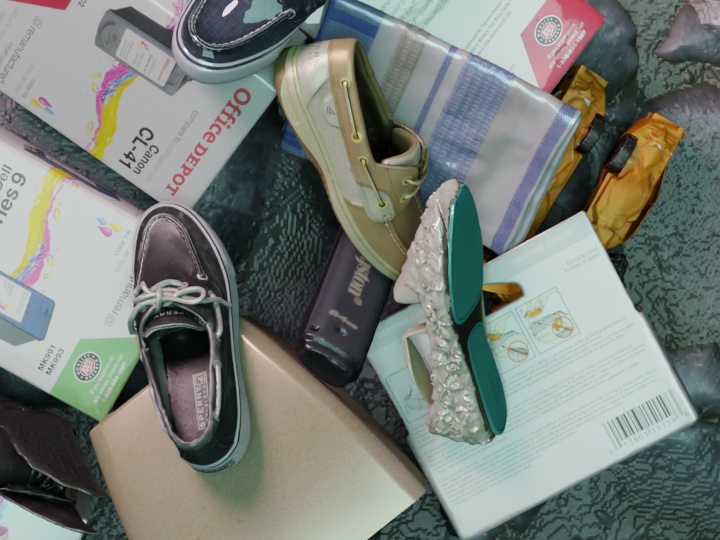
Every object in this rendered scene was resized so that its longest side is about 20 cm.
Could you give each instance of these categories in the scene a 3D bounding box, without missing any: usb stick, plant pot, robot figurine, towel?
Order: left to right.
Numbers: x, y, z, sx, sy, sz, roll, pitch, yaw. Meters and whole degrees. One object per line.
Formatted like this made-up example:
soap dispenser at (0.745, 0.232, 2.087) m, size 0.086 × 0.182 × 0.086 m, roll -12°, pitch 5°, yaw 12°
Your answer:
plant pot at (-0.083, 0.141, 1.393) m, size 0.199 × 0.200 × 0.178 m, roll -37°, pitch 89°, yaw 0°
usb stick at (0.000, 0.000, 1.389) m, size 0.055 × 0.201 × 0.033 m, roll 38°, pitch 133°, yaw -17°
towel at (0.047, -0.100, 1.369) m, size 0.199 × 0.024 × 0.147 m, roll 27°, pitch 132°, yaw 2°
robot figurine at (0.152, -0.044, 1.452) m, size 0.144 × 0.058 × 0.201 m, roll 31°, pitch 93°, yaw -8°

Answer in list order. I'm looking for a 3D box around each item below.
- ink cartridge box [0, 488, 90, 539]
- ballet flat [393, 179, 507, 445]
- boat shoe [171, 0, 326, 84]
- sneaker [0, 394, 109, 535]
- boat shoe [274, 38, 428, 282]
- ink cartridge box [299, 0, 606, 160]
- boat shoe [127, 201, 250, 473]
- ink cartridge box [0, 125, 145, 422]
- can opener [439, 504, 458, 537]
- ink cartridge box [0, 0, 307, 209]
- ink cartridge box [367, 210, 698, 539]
ink cartridge box at (-0.262, 0.180, 1.410) m, size 0.198 × 0.115 × 0.068 m, roll 19°, pitch 96°, yaw -8°
ballet flat at (0.056, 0.035, 1.353) m, size 0.071 × 0.072 × 0.202 m, roll -12°, pitch 112°, yaw -4°
boat shoe at (-0.045, -0.209, 1.278) m, size 0.071 × 0.091 × 0.200 m, roll 44°, pitch 67°, yaw 10°
sneaker at (-0.253, 0.120, 1.380) m, size 0.103 × 0.200 × 0.060 m, roll 15°, pitch 104°, yaw -29°
boat shoe at (0.012, -0.074, 1.339) m, size 0.066 × 0.074 × 0.201 m, roll -15°, pitch 126°, yaw 26°
ink cartridge box at (0.054, -0.189, 1.410) m, size 0.199 × 0.084 × 0.145 m, roll 38°, pitch 92°, yaw -9°
boat shoe at (-0.124, 0.036, 1.300) m, size 0.073 × 0.068 × 0.201 m, roll -13°, pitch 65°, yaw 12°
ink cartridge box at (-0.237, -0.004, 1.404) m, size 0.199 × 0.088 × 0.146 m, roll 31°, pitch 93°, yaw -7°
can opener at (0.141, 0.133, 1.470) m, size 0.200 × 0.063 × 0.079 m, roll -39°, pitch 100°, yaw 0°
ink cartridge box at (-0.160, -0.156, 1.363) m, size 0.199 × 0.086 × 0.148 m, roll 35°, pitch 127°, yaw -7°
ink cartridge box at (0.121, 0.077, 1.419) m, size 0.199 × 0.044 × 0.175 m, roll -28°, pitch 89°, yaw 11°
